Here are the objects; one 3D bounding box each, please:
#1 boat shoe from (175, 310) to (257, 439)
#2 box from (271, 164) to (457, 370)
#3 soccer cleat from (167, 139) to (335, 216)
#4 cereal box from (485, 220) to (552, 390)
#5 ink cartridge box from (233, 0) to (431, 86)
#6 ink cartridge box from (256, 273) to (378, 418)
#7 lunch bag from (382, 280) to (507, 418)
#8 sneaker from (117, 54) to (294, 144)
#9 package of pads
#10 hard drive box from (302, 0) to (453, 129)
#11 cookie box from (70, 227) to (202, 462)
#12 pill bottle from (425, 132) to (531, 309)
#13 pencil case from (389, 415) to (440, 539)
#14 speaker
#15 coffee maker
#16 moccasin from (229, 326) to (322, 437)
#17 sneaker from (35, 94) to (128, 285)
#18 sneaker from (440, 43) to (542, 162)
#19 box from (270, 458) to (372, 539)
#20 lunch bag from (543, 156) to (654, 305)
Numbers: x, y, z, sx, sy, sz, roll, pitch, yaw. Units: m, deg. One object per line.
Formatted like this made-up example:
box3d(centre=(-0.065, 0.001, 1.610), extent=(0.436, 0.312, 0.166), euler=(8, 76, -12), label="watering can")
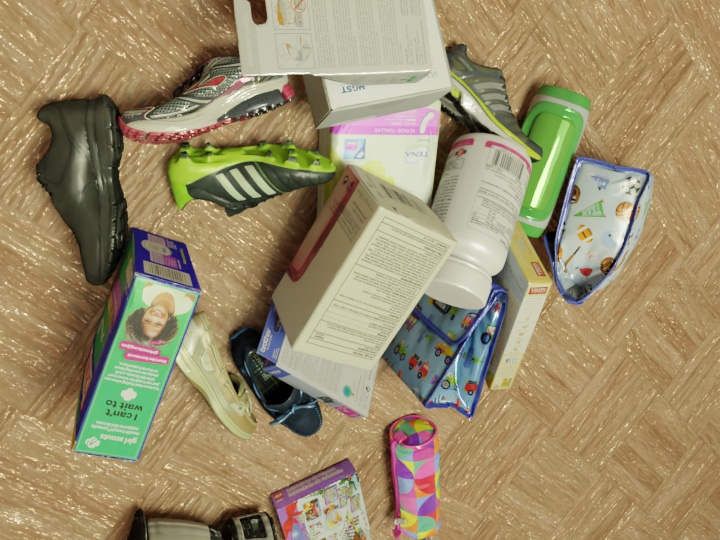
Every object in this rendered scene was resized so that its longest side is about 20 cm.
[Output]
box3d(centre=(-0.180, 0.141, 0.814), extent=(0.063, 0.073, 0.203), euler=(-35, 122, -12), label="boat shoe")
box3d(centre=(0.000, 0.000, 0.752), extent=(0.126, 0.110, 0.202), euler=(20, 114, -35), label="box")
box3d(centre=(-0.127, -0.108, 0.745), extent=(0.195, 0.068, 0.083), euler=(0, 123, -7), label="soccer cleat")
box3d(centre=(0.200, 0.046, 0.881), extent=(0.038, 0.145, 0.203), euler=(1, 130, -11), label="cereal box")
box3d(centre=(-0.032, -0.271, 0.628), extent=(0.195, 0.050, 0.165), euler=(-7, 90, -14), label="ink cartridge box")
box3d(centre=(-0.056, 0.105, 0.845), extent=(0.199, 0.041, 0.122), euler=(37, 53, -33), label="ink cartridge box")
box3d(centre=(0.129, 0.076, 0.889), extent=(0.092, 0.150, 0.204), euler=(17, 101, -29), label="lunch bag")
box3d(centre=(-0.174, -0.193, 0.697), extent=(0.197, 0.080, 0.076), euler=(-26, 104, -23), label="sneaker")
box3d(centre=(0.023, -0.131, 0.811), extent=(0.151, 0.068, 0.205), euler=(-4, 111, -22), label="package of pads")
box3d(centre=(0.002, -0.280, 0.701), extent=(0.153, 0.077, 0.205), euler=(-14, 92, -19), label="hard drive box")
box3d(centre=(-0.253, 0.076, 0.701), extent=(0.074, 0.171, 0.204), euler=(18, 101, -26), label="cookie box")
box3d(centre=(0.144, -0.062, 0.809), extent=(0.112, 0.112, 0.204), euler=(29, 73, -30), label="pill bottle")
box3d(centre=(0.088, 0.338, 1.009), extent=(0.086, 0.088, 0.205), euler=(-11, 112, -20), label="pencil case")
box3d(centre=(0.259, -0.155, 0.901), extent=(0.087, 0.088, 0.204), euler=(11, 104, -27), label="speaker")
box3d(centre=(-0.232, 0.432, 0.884), extent=(0.196, 0.136, 0.194), euler=(12, 127, -26), label="coffee maker")
box3d(centre=(-0.116, 0.169, 0.858), extent=(0.080, 0.068, 0.201), euler=(-41, 120, -5), label="moccasin")
box3d(centre=(-0.303, -0.085, 0.680), extent=(0.088, 0.076, 0.205), euler=(-1, 97, -11), label="sneaker")
box3d(centre=(0.174, -0.219, 0.827), extent=(0.199, 0.074, 0.082), euler=(39, 83, -14), label="sneaker")
box3d(centre=(-0.054, 0.414, 0.995), extent=(0.134, 0.039, 0.204), euler=(-19, 116, -18), label="box")
box3d(centre=(0.349, -0.056, 0.927), extent=(0.169, 0.122, 0.205), euler=(-12, 116, -60), label="lunch bag")
